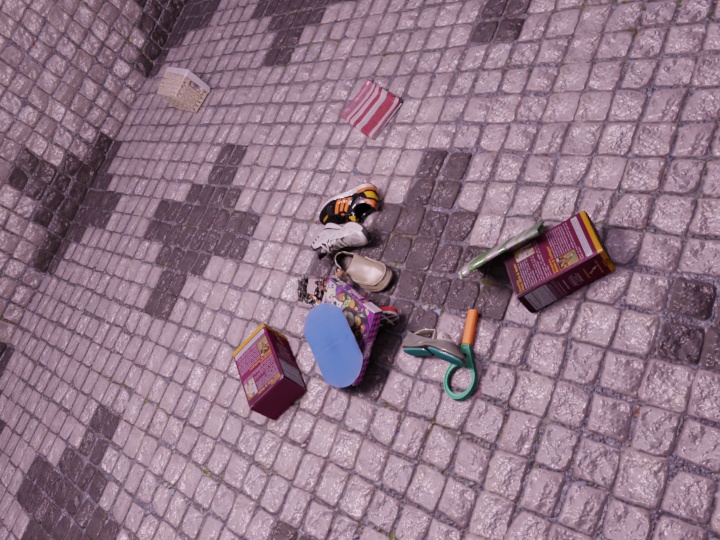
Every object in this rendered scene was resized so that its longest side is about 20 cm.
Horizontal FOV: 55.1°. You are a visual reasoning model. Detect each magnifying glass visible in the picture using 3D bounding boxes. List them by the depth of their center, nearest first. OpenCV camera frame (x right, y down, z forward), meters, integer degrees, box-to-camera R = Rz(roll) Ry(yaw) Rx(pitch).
[{"bbox_3d":[0.230,0.184,1.514,0.078,0.022,0.205,-3,63,41],"label":"magnifying glass"}]

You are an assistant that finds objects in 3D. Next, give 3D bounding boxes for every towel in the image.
[{"bbox_3d":[0.312,-0.045,1.508,0.197,0.152,0.024,-30,89,25],"label":"towel"},{"bbox_3d":[0.030,-0.492,2.096,0.145,0.023,0.200,-51,44,6],"label":"towel"}]

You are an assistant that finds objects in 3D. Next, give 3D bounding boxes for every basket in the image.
[{"bbox_3d":[-0.730,-0.740,2.828,0.197,0.135,0.126,21,81,46],"label":"basket"}]

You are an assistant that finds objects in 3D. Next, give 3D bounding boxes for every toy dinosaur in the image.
[{"bbox_3d":[-0.104,0.078,1.814,0.202,0.102,0.135,-52,48,2],"label":"toy dinosaur"}]

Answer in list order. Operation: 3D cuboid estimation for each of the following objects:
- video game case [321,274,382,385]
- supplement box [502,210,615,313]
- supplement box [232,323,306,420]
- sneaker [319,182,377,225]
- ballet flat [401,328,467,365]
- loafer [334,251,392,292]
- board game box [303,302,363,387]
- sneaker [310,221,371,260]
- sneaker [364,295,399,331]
[{"bbox_3d":[-0.038,0.144,1.681,0.180,0.035,0.205,36,119,38],"label":"video game case"},{"bbox_3d":[0.408,-0.015,1.431,0.197,0.085,0.113,-31,47,22],"label":"supplement box"},{"bbox_3d":[-0.242,0.264,1.818,0.130,0.103,0.202,-42,44,12],"label":"supplement box"},{"bbox_3d":[-0.037,-0.165,1.921,0.196,0.070,0.092,-27,47,24],"label":"sneaker"},{"bbox_3d":[0.166,0.162,1.534,0.198,0.067,0.065,2,61,54],"label":"ballet flat"},{"bbox_3d":[0.000,0.000,1.791,0.197,0.068,0.077,15,74,45],"label":"loafer"},{"bbox_3d":[-0.055,0.173,1.650,0.157,0.038,0.204,-34,78,42],"label":"board game box"},{"bbox_3d":[-0.060,-0.067,1.857,0.198,0.077,0.116,4,46,52],"label":"sneaker"},{"bbox_3d":[0.012,0.100,1.718,0.196,0.077,0.087,-8,55,37],"label":"sneaker"}]
